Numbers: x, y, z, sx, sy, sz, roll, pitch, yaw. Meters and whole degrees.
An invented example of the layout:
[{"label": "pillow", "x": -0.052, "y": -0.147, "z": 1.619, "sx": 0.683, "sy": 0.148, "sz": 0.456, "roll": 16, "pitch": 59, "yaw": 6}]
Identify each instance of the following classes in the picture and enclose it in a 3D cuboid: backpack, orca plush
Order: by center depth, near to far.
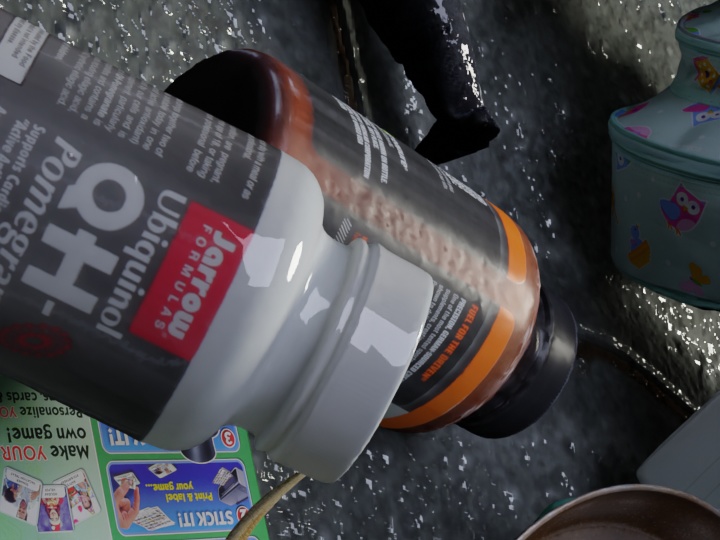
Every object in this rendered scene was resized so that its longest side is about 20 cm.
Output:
[{"label": "orca plush", "x": -0.001, "y": -0.143, "z": 1.017, "sx": 0.071, "sy": 0.105, "sz": 0.200, "roll": -14, "pitch": 96, "yaw": -14}, {"label": "backpack", "x": 0.222, "y": -0.057, "z": 1.119, "sx": 0.200, "sy": 0.176, "sz": 0.154, "roll": -33, "pitch": 130, "yaw": -44}]

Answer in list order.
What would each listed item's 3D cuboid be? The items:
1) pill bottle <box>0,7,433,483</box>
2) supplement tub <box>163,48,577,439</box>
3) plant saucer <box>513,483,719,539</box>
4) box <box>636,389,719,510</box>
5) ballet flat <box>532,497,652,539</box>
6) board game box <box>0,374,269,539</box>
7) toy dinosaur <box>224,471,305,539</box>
[{"label": "pill bottle", "x": -0.081, "y": -0.007, "z": 0.742, "sx": 0.200, "sy": 0.111, "sz": 0.111, "roll": 26, "pitch": 48, "yaw": -8}, {"label": "supplement tub", "x": 0.000, "y": 0.000, "z": 0.892, "sx": 0.200, "sy": 0.107, "sz": 0.107, "roll": 32, "pitch": 49, "yaw": -36}, {"label": "plant saucer", "x": 0.103, "y": 0.189, "z": 0.923, "sx": 0.200, "sy": 0.034, "sz": 0.201, "roll": -1, "pitch": 92, "yaw": -33}, {"label": "box", "x": 0.276, "y": 0.090, "z": 1.050, "sx": 0.199, "sy": 0.200, "sz": 0.131, "roll": 16, "pitch": 33, "yaw": -55}, {"label": "ballet flat", "x": 0.138, "y": 0.163, "z": 1.016, "sx": 0.200, "sy": 0.067, "sz": 0.070, "roll": 47, "pitch": 17, "yaw": -23}, {"label": "board game box", "x": -0.111, "y": 0.091, "z": 0.776, "sx": 0.200, "sy": 0.029, "sz": 0.135, "roll": 5, "pitch": 68, "yaw": -49}, {"label": "toy dinosaur", "x": -0.068, "y": 0.167, "z": 0.753, "sx": 0.101, "sy": 0.058, "sz": 0.200, "roll": 4, "pitch": 90, "yaw": -59}]
